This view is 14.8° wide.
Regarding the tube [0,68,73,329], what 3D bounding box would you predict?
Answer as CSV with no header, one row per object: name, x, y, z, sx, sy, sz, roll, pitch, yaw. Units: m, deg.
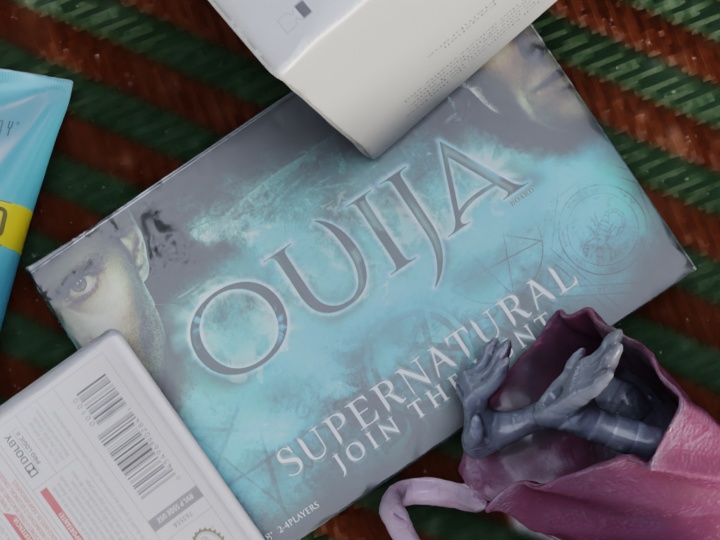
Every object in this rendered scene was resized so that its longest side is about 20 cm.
tube,-0.158,0.023,0.977,0.077,0.050,0.201,11,81,-7

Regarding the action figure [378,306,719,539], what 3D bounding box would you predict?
action figure,0.129,0.094,0.939,0.200,0.134,0.149,33,106,-23

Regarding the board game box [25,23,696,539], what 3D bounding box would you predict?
board game box,0.000,0.000,0.988,0.200,0.028,0.136,-34,88,-4

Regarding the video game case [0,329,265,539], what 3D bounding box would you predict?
video game case,-0.123,0.135,0.938,0.200,0.018,0.143,-36,97,-12

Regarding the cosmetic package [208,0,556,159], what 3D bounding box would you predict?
cosmetic package,0.027,-0.154,0.881,0.199,0.200,0.123,-41,80,3
